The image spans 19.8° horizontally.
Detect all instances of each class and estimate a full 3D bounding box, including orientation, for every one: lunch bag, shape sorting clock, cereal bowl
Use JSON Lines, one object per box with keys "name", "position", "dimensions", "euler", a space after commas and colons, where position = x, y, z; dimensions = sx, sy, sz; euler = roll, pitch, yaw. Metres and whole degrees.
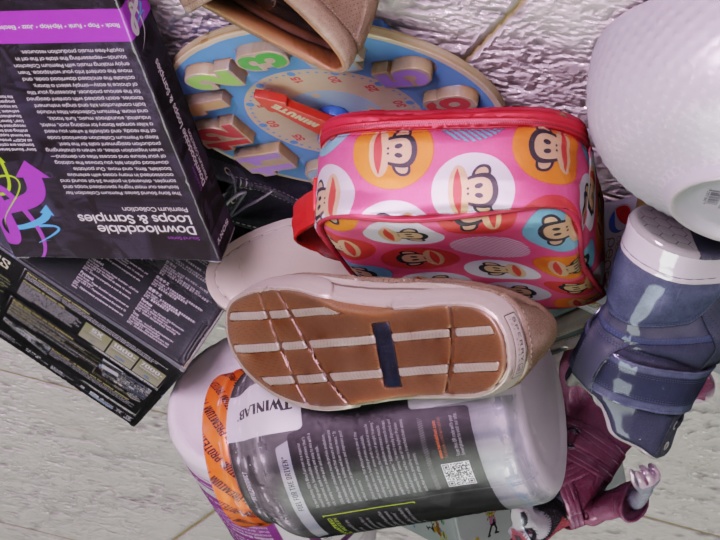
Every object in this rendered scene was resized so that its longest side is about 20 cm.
{"name": "lunch bag", "position": [0.049, -0.030, 1.181], "dimensions": [0.176, 0.082, 0.200], "euler": [-2, 164, 10]}
{"name": "shape sorting clock", "position": [-0.015, -0.091, 1.193], "dimensions": [0.200, 0.039, 0.200], "euler": [10, 160, 4]}
{"name": "cereal bowl", "position": [0.213, -0.066, 1.082], "dimensions": [0.200, 0.083, 0.200], "euler": [9, 161, 3]}

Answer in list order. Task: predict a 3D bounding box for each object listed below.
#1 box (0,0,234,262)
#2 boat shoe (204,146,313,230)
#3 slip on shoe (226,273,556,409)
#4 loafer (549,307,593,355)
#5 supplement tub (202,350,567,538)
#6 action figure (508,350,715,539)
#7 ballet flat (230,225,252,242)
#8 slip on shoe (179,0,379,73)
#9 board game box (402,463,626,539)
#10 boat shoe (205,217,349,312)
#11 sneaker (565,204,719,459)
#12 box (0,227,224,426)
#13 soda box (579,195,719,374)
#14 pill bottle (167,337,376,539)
{"name": "box", "position": [-0.167, -0.087, 1.183], "dimensions": [0.143, 0.036, 0.200], "euler": [2, 133, 22]}
{"name": "boat shoe", "position": [-0.097, -0.052, 1.296], "dimensions": [0.200, 0.062, 0.075], "euler": [25, 146, -33]}
{"name": "slip on shoe", "position": [0.015, 0.034, 1.150], "dimensions": [0.200, 0.076, 0.061], "euler": [-4, -169, 38]}
{"name": "loafer", "position": [0.097, 0.052, 1.358], "dimensions": [0.200, 0.072, 0.063], "euler": [-27, 111, 15]}
{"name": "supplement tub", "position": [0.015, 0.093, 1.234], "dimensions": [0.200, 0.123, 0.123], "euler": [-11, 153, 17]}
{"name": "action figure", "position": [0.153, 0.116, 1.441], "dimensions": [0.134, 0.200, 0.149], "euler": [31, 176, 13]}
{"name": "ballet flat", "position": [-0.037, 0.025, 1.411], "dimensions": [0.200, 0.066, 0.057], "euler": [45, 150, -8]}
{"name": "slip on shoe", "position": [-0.077, -0.159, 1.013], "dimensions": [0.200, 0.061, 0.076], "euler": [25, 155, -33]}
{"name": "board game box", "position": [0.084, 0.144, 1.556], "dimensions": [0.147, 0.064, 0.200], "euler": [-16, -167, -24]}
{"name": "boat shoe", "position": [0.000, 0.000, 1.315], "dimensions": [0.200, 0.072, 0.060], "euler": [-13, 160, -10]}
{"name": "sneaker", "position": [0.209, 0.035, 1.217], "dimensions": [0.202, 0.146, 0.077], "euler": [0, -149, -35]}
{"name": "box", "position": [-0.195, 0.000, 1.374], "dimensions": [0.200, 0.086, 0.164], "euler": [34, 157, -4]}
{"name": "soda box", "position": [0.228, 0.020, 1.319], "dimensions": [0.200, 0.068, 0.064], "euler": [24, 156, -31]}
{"name": "pill bottle", "position": [-0.052, 0.137, 1.418], "dimensions": [0.112, 0.112, 0.200], "euler": [4, 147, 19]}
